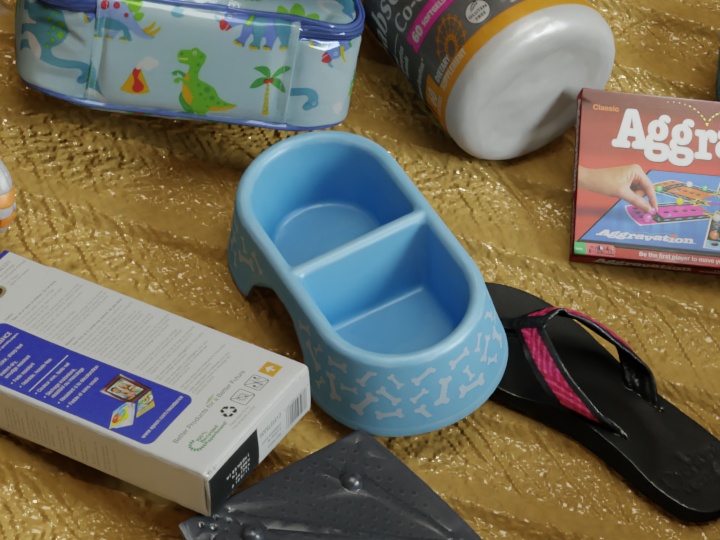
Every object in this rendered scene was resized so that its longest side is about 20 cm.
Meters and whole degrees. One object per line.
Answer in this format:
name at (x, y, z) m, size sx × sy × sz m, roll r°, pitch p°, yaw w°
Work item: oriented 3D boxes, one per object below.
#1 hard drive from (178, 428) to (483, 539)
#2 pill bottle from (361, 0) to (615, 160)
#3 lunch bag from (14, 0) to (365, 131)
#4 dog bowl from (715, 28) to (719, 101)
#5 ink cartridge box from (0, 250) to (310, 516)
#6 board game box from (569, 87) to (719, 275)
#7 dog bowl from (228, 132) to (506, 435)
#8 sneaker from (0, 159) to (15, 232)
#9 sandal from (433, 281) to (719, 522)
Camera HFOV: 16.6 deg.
hard drive at (0.014, 0.177, 1.211) m, size 0.135 × 0.042 × 0.200 m, roll -26°, pitch 58°, yaw -33°
pill bottle at (0.057, -0.171, 1.495) m, size 0.116 × 0.117 × 0.200 m, roll -17°, pitch 54°, yaw -27°
lunch bag at (-0.103, -0.150, 1.439) m, size 0.199 × 0.083 × 0.161 m, roll 7°, pitch 24°, yaw -9°
dog bowl at (0.310, -0.099, 1.537) m, size 0.200 × 0.050 × 0.111 m, roll 31°, pitch 49°, yaw 14°
ink cartridge box at (-0.133, 0.055, 1.277) m, size 0.199 × 0.037 × 0.095 m, roll 22°, pitch 45°, yaw 24°
board game box at (0.224, -0.047, 1.449) m, size 0.199 × 0.019 × 0.103 m, roll 5°, pitch 74°, yaw -4°
dog bowl at (0.000, 0.000, 1.343) m, size 0.111 × 0.050 × 0.200 m, roll -25°, pitch 51°, yaw -14°
sneaker at (-0.290, -0.072, 1.343) m, size 0.200 × 0.078 × 0.112 m, roll 40°, pitch 50°, yaw 22°
sandal at (0.127, 0.059, 1.346) m, size 0.200 × 0.045 × 0.075 m, roll 35°, pitch 51°, yaw 18°
